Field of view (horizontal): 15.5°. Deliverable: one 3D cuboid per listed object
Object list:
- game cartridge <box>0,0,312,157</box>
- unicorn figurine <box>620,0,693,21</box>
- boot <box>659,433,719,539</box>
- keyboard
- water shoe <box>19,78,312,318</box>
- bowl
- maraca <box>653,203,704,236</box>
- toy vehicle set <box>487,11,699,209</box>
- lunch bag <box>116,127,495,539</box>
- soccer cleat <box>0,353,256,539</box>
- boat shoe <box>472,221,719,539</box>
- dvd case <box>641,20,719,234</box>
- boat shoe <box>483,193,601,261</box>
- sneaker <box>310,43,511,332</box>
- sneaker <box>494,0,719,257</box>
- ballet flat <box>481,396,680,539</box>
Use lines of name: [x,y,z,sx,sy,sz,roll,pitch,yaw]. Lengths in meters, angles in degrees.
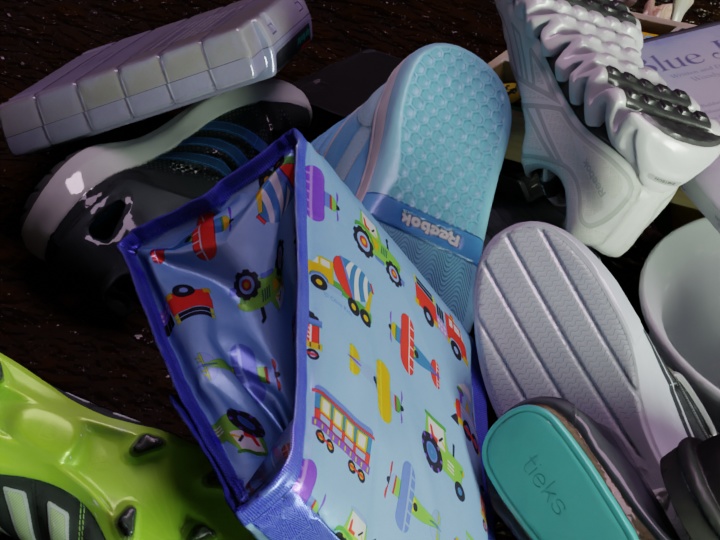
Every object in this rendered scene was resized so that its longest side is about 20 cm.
game cartridge: [-0.094,-0.100,1.307,0.129,0.039,0.200,-13,10,9]
unicorn figurine: [0.125,-0.109,1.470,0.200,0.138,0.074,7,13,-47]
boot: [0.236,0.084,1.048,0.211,0.158,0.080,31,24,-28]
keyboard: [0.035,-0.065,1.389,0.104,0.040,0.200,-25,31,-32]
water shoe: [-0.079,-0.030,1.274,0.079,0.072,0.200,45,40,14]
bowl: [0.215,0.062,1.211,0.200,0.091,0.201,8,31,-5]
maraca: [0.208,-0.026,1.355,0.200,0.137,0.107,22,68,30]
toy vehicle set: [0.156,-0.080,1.315,0.200,0.027,0.124,17,39,34]
lunch bag: [-0.005,0.070,1.032,0.151,0.094,0.200,49,15,-37]
soccer cleat: [-0.109,0.086,1.030,0.200,0.081,0.068,33,67,-4]
boat shoe: [0.112,0.071,1.125,0.200,0.072,0.071,64,22,9]
dvd case: [0.206,-0.072,1.246,0.142,0.018,0.200,-15,32,-10]
boat shoe: [0.079,0.011,1.271,0.073,0.067,0.200,-7,14,2]
sneaker: [0.000,0.000,1.247,0.079,0.131,0.200,31,60,-16]
sneaker: [0.099,-0.081,1.243,0.075,0.081,0.200,16,26,-24]
ballet flat: [0.115,0.136,1.037,0.073,0.073,0.200,-7,56,-37]
